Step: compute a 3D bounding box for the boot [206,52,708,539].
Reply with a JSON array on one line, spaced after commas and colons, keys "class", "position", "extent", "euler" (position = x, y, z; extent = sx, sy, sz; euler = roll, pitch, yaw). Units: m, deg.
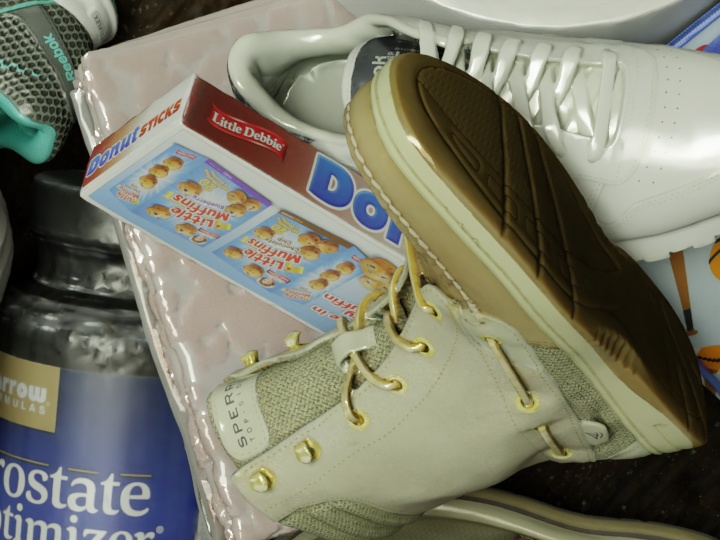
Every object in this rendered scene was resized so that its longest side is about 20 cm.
[{"class": "boot", "position": [0.010, 0.022, 0.696], "extent": [0.154, 0.072, 0.200], "euler": [-21, 138, 23]}]

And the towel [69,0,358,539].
[{"class": "towel", "position": [-0.003, -0.012, 0.818], "extent": [0.191, 0.032, 0.200], "euler": [-20, 96, -30]}]

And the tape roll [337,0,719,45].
[{"class": "tape roll", "position": [0.068, -0.174, 0.785], "extent": [0.202, 0.071, 0.203], "euler": [0, 76, 1]}]

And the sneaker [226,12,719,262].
[{"class": "sneaker", "position": [0.050, -0.052, 0.718], "extent": [0.200, 0.080, 0.077], "euler": [2, 70, 25]}]

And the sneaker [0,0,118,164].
[{"class": "sneaker", "position": [-0.201, -0.078, 0.845], "extent": [0.200, 0.078, 0.091], "euler": [-5, 53, 10]}]

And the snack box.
[{"class": "snack box", "position": [0.000, 0.000, 0.757], "extent": [0.200, 0.072, 0.024], "euler": [31, 56, -25]}]

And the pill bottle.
[{"class": "pill bottle", "position": [-0.098, 0.063, 0.848], "extent": [0.112, 0.112, 0.200], "euler": [6, 98, 6]}]

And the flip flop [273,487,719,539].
[{"class": "flip flop", "position": [0.061, 0.131, 0.850], "extent": [0.200, 0.081, 0.058], "euler": [10, 60, 1]}]

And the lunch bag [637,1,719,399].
[{"class": "lunch bag", "position": [0.175, -0.049, 0.783], "extent": [0.200, 0.076, 0.160], "euler": [-41, 129, 8]}]

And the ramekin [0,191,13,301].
[{"class": "ramekin", "position": [-0.226, -0.011, 0.783], "extent": [0.200, 0.200, 0.105], "euler": [23, 66, 4]}]
